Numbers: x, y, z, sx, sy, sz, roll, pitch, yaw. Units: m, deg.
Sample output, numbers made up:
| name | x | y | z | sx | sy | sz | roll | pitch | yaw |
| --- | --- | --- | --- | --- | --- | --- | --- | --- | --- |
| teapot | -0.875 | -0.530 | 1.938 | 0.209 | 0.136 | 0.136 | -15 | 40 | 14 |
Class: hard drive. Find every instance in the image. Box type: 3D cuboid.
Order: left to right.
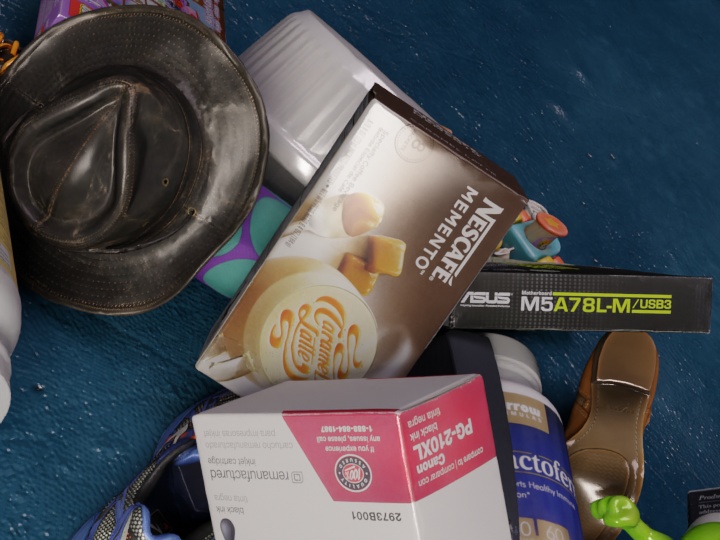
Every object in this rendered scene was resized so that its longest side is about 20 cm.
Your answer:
| name | x | y | z | sx | sy | sz | roll | pitch | yaw |
| --- | --- | --- | --- | --- | --- | --- | --- | --- | --- |
| hard drive | 0.033 | 0.137 | 0.810 | 0.042 | 0.135 | 0.200 | 39 | 34 | -35 |

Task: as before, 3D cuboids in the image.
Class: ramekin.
| name | x | y | z | sx | sy | sz | roll | pitch | yaw |
| --- | --- | --- | --- | --- | --- | --- | --- | --- | --- |
| ramekin | -0.013 | -0.116 | 0.988 | 0.202 | 0.094 | 0.202 | 40 | 9 | -8 |

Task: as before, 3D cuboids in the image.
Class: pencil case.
| name | x | y | z | sx | sy | sz | roll | pitch | yaw |
| --- | --- | --- | --- | --- | --- | --- | --- | --- | --- |
| pencil case | -0.071 | -0.010 | 0.881 | 0.200 | 0.092 | 0.085 | 35 | 67 | -29 |

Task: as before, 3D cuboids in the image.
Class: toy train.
| name | x | y | z | sx | sy | sz | roll | pitch | yaw |
| --- | --- | --- | --- | --- | --- | --- | --- | --- | --- |
| toy train | 0.121 | -0.071 | 1.177 | 0.200 | 0.056 | 0.150 | 25 | 41 | -26 |

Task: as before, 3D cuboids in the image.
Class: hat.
| name | x | y | z | sx | sy | sz | roll | pitch | yaw |
| --- | --- | --- | --- | --- | --- | --- | --- | --- | --- |
| hat | -0.159 | -0.071 | 0.762 | 0.201 | 0.201 | 0.081 | 50 | 6 | 6 |

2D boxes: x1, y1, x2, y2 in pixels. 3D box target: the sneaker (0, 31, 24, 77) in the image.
| name | x | y | z | sx | sy | sz | roll | pitch | yaw |
| --- | --- | --- | --- | --- | --- | --- | --- | --- | --- |
| sneaker | -0.237 | -0.124 | 0.850 | 0.200 | 0.077 | 0.078 | 39 | 37 | -7 |

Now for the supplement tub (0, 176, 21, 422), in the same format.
| name | x | y | z | sx | sy | sz | roll | pitch | yaw |
| --- | --- | --- | --- | --- | --- | --- | --- | --- | --- |
| supplement tub | -0.256 | -0.011 | 0.659 | 0.145 | 0.145 | 0.200 | 12 | 47 | -38 |

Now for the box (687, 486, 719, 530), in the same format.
| name | x | y | z | sx | sy | sz | roll | pitch | yaw |
| --- | --- | --- | --- | --- | --- | --- | --- | --- | --- |
| box | 0.307 | 0.275 | 0.924 | 0.200 | 0.107 | 0.149 | -71 | 144 | -52 |

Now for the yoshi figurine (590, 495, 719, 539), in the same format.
| name | x | y | z | sx | sy | sz | roll | pitch | yaw |
| --- | --- | --- | --- | --- | --- | --- | --- | --- | --- |
| yoshi figurine | 0.198 | 0.209 | 0.841 | 0.112 | 0.200 | 0.112 | 47 | 35 | -16 |

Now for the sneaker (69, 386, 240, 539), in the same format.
| name | x | y | z | sx | sy | sz | roll | pitch | yaw |
| --- | --- | --- | --- | --- | --- | --- | --- | --- | --- |
| sneaker | -0.093 | 0.126 | 0.745 | 0.075 | 0.078 | 0.200 | 43 | 35 | -5 |

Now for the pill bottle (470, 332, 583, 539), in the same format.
| name | x | y | z | sx | sy | sz | roll | pitch | yaw |
| --- | --- | --- | --- | --- | --- | --- | --- | --- | --- |
| pill bottle | 0.089 | 0.148 | 0.876 | 0.116 | 0.116 | 0.200 | 25 | 40 | -27 |

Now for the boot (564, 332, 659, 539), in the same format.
| name | x | y | z | sx | sy | sz | roll | pitch | yaw |
| --- | --- | --- | --- | --- | --- | --- | --- | --- | --- |
| boot | 0.187 | 0.141 | 1.011 | 0.077 | 0.200 | 0.155 | 13 | -8 | 11 |

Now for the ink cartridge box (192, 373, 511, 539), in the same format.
| name | x | y | z | sx | sy | sz | roll | pitch | yaw |
| --- | --- | --- | --- | --- | --- | --- | --- | --- | --- |
| ink cartridge box | 0.003 | 0.163 | 0.682 | 0.084 | 0.145 | 0.200 | -16 | 98 | -51 |

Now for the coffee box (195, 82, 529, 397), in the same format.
| name | x | y | z | sx | sy | sz | roll | pitch | yaw |
| --- | --- | --- | --- | --- | --- | --- | --- | --- | --- |
| coffee box | 0.000 | 0.000 | 0.789 | 0.114 | 0.200 | 0.080 | 33 | 13 | -7 |

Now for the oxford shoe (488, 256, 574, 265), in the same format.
| name | x | y | z | sx | sy | sz | roll | pitch | yaw |
| --- | --- | --- | --- | --- | --- | --- | --- | --- | --- |
| oxford shoe | 0.144 | 0.022 | 1.106 | 0.200 | 0.058 | 0.075 | 6 | 15 | -36 |

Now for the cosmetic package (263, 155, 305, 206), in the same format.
| name | x | y | z | sx | sy | sz | roll | pitch | yaw |
| --- | --- | --- | --- | --- | --- | --- | --- | --- | --- |
| cosmetic package | -0.131 | -0.100 | 0.954 | 0.200 | 0.051 | 0.083 | 41 | 30 | -7 |

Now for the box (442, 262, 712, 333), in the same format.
| name | x | y | z | sx | sy | sz | roll | pitch | yaw |
| --- | --- | --- | --- | --- | --- | --- | --- | --- | --- |
| box | 0.127 | 0.018 | 0.943 | 0.193 | 0.200 | 0.048 | -1 | 93 | -14 |

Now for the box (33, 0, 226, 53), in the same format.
| name | x | y | z | sx | sy | sz | roll | pitch | yaw |
| --- | --- | --- | --- | --- | --- | --- | --- | --- | --- |
| box | -0.161 | -0.180 | 0.915 | 0.137 | 0.039 | 0.200 | 30 | 28 | -27 |
